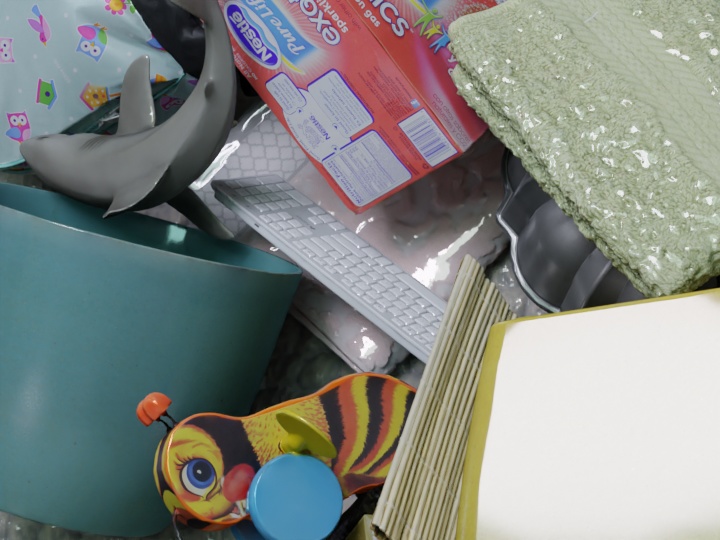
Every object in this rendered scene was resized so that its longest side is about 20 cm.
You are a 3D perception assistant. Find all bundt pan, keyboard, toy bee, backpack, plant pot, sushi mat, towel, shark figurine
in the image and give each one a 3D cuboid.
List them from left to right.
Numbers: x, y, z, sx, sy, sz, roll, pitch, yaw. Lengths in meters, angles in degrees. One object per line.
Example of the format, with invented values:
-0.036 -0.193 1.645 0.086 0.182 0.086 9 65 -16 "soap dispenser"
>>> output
-0.168 -0.143 1.356 0.200 0.127 0.167 -31 81 27 "backpack"
-0.149 0.051 1.253 0.200 0.200 0.161 18 96 27 "plant pot"
-0.111 -0.070 1.228 0.128 0.215 0.090 43 47 0 "shark figurine"
-0.056 0.095 1.140 0.131 0.200 0.109 -34 88 49 "toy bee"
0.000 0.000 1.265 0.200 0.056 0.011 38 125 31 "keyboard"
0.012 -0.061 1.333 0.200 0.032 0.191 -47 60 -4 "towel"
0.059 0.088 1.163 0.012 0.096 0.200 -25 29 36 "sushi mat"
0.146 -0.082 1.144 0.148 0.037 0.200 -29 59 -11 "towel"
0.149 0.105 1.080 0.199 0.200 0.177 -9 82 17 "plant pot"
0.174 -0.048 1.203 0.201 0.076 0.202 1 70 -2 "bundt pan"

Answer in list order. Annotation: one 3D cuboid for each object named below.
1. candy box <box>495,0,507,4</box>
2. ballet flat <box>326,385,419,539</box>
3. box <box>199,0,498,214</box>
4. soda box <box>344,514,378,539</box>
0.115 -0.123 1.293 0.102 0.026 0.200 -43 69 -12 "candy box"
0.012 0.139 1.230 0.072 0.072 0.200 35 82 30 "ballet flat"
-0.011 -0.145 1.231 0.103 0.200 0.095 -30 12 47 "box"
0.030 0.224 1.122 0.064 0.068 0.200 5 56 -20 "soda box"
